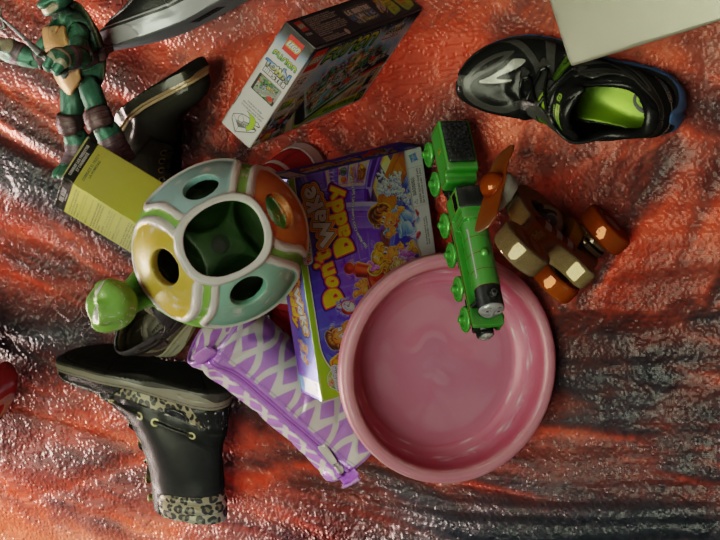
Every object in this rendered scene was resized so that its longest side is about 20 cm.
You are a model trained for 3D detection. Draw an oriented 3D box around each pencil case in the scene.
[{"bbox_3d":[-0.068,0.115,1.775,0.200,0.086,0.084,41,129,-16],"label":"pencil case"}]

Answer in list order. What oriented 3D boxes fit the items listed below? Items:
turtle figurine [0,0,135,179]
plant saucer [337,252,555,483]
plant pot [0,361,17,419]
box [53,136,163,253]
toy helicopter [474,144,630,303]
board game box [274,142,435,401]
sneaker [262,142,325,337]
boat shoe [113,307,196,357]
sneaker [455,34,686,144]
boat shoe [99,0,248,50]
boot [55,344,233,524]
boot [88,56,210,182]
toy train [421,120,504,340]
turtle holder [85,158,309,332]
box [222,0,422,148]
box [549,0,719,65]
[{"bbox_3d":[-0.271,-0.186,1.747,0.150,0.100,0.201,9,120,64],"label":"turtle figurine"},{"bbox_3d":[0.072,0.083,1.690,0.051,0.199,0.202,-161,55,-72],"label":"plant saucer"},{"bbox_3d":[-0.466,0.118,1.970,0.182,0.200,0.201,43,121,1],"label":"plant pot"},{"bbox_3d":[-0.170,-0.035,1.692,0.199,0.050,0.075,32,156,-2],"label":"box"},{"bbox_3d":[0.140,-0.036,1.581,0.079,0.200,0.132,-44,85,16],"label":"toy helicopter"},{"bbox_3d":[0.000,0.000,1.707,0.045,0.134,0.202,17,120,61],"label":"board game box"},{"bbox_3d":[-0.077,-0.007,1.759,0.071,0.112,0.202,7,109,27],"label":"sneaker"},{"bbox_3d":[-0.183,0.022,1.826,0.072,0.065,0.200,57,142,19],"label":"boat shoe"},{"bbox_3d":[0.168,-0.149,1.596,0.198,0.083,0.071,14,112,25],"label":"sneaker"},{"bbox_3d":[-0.167,-0.256,1.752,0.199,0.073,0.069,-20,88,39],"label":"boat shoe"},{"bbox_3d":[-0.214,0.162,1.916,0.202,0.073,0.155,11,114,27],"label":"boot"},{"bbox_3d":[-0.175,-0.101,1.815,0.200,0.077,0.139,-33,93,46],"label":"boot"},{"bbox_3d":[0.091,-0.038,1.642,0.056,0.041,0.201,117,146,-58],"label":"toy train"},{"bbox_3d":[-0.133,-0.022,1.588,0.184,0.132,0.142,-1,89,-6],"label":"turtle holder"},{"bbox_3d":[-0.030,-0.174,1.628,0.035,0.200,0.110,42,121,10],"label":"box"},{"bbox_3d":[0.256,-0.226,1.525,0.199,0.082,0.069,-14,100,30],"label":"box"}]
